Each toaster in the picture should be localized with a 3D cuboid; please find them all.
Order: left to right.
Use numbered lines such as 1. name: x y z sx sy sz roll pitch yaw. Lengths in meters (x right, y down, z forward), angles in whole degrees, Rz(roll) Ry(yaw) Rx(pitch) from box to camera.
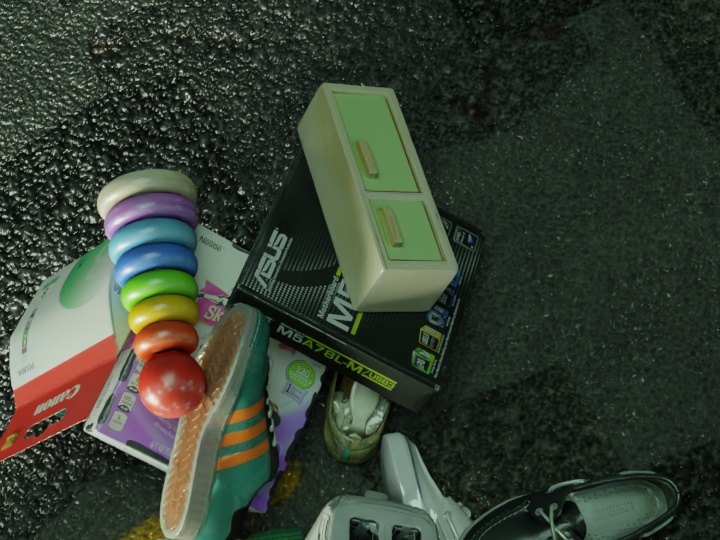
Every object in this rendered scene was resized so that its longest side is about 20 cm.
1. toaster: 0.001 0.275 1.123 0.113 0.130 0.201 12 46 -9

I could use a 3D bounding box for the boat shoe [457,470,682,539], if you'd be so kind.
1. boat shoe: 0.175 0.210 1.190 0.198 0.060 0.076 -18 74 -20

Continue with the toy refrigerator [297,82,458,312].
1. toy refrigerator: 0.013 -0.067 1.231 0.075 0.070 0.201 1 55 -28

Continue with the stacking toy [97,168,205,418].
1. stacking toy: -0.163 0.022 1.163 0.084 0.086 0.202 -12 67 1

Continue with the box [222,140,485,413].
1. box: 0.000 0.000 1.250 0.192 0.048 0.201 30 47 -8

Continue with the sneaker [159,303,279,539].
1. sneaker: -0.102 0.129 1.176 0.079 0.071 0.202 14 95 -32

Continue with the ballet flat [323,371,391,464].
1. ballet flat: 0.010 0.073 1.281 0.070 0.071 0.202 9 71 9

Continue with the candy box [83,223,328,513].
1. candy box: -0.123 0.086 1.252 0.167 0.071 0.201 28 75 -13

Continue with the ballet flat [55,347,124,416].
1. ballet flat: -0.210 0.062 1.311 0.199 0.068 0.067 -29 66 -16

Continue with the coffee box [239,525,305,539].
1. coffee box: -0.086 0.321 1.185 0.122 0.044 0.202 -2 67 -32

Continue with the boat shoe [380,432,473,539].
1. boat shoe: 0.070 0.232 1.224 0.065 0.074 0.202 -13 73 -15

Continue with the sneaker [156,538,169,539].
1. sneaker: -0.151 0.329 1.210 0.080 0.075 0.202 -3 72 -10

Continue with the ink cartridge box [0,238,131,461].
1. ink cartridge box: -0.257 0.062 1.234 0.050 0.160 0.201 44 42 -21
